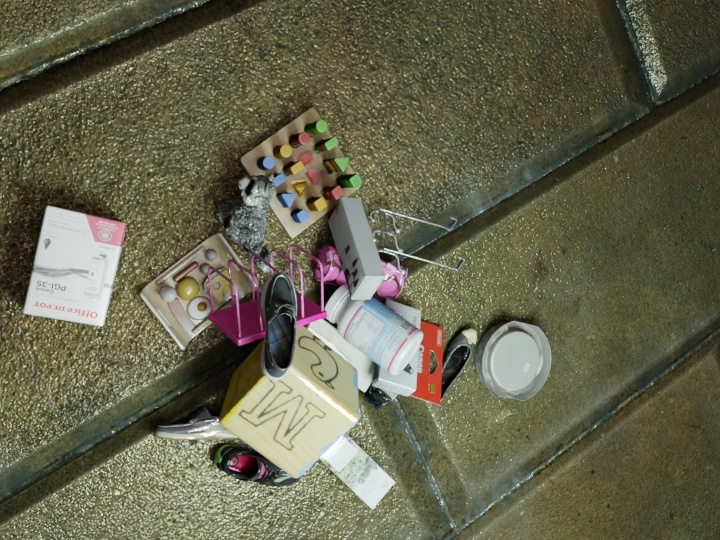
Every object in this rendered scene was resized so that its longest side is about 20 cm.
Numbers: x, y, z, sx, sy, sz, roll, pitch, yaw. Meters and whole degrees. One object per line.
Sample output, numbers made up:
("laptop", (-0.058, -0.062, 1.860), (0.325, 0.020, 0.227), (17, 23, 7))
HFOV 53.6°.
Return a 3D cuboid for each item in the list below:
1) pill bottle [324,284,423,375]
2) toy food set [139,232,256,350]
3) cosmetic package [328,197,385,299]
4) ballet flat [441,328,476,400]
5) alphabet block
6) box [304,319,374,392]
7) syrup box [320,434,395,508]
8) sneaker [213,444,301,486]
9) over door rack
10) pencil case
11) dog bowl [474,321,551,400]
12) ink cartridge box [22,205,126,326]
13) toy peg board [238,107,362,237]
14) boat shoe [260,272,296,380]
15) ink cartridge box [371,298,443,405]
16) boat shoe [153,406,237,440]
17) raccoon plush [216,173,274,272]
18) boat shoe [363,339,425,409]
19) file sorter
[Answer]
("pill bottle", (0.023, 0.119, 1.485), (0.199, 0.109, 0.109), (35, 79, 16))
("toy food set", (-0.321, 0.041, 1.434), (0.199, 0.060, 0.144), (-39, 107, -15))
("cosmetic package", (-0.011, -0.047, 1.458), (0.050, 0.083, 0.202), (2, 53, -29))
("ballet flat", (0.222, 0.227, 1.678), (0.066, 0.057, 0.201), (35, 81, -22))
("alphabet block", (-0.137, 0.249, 1.421), (0.200, 0.196, 0.196), (40, 105, -16))
("box", (-0.053, 0.176, 1.553), (0.199, 0.068, 0.083), (39, 81, -21))
("syrup box", (-0.022, 0.427, 1.581), (0.079, 0.081, 0.200), (-46, 110, -11))
("sneaker", (-0.210, 0.421, 1.500), (0.198, 0.084, 0.078), (14, 90, -23))
("over door rack", (0.118, -0.060, 1.556), (0.197, 0.149, 0.067), (6, 134, -9))
("pencil case", (0.000, 0.000, 1.547), (0.198, 0.094, 0.092), (11, 72, -24))
("dog bowl", (0.367, 0.217, 1.737), (0.198, 0.059, 0.203), (-2, 96, -22))
("ink cartridge box", (-0.532, -0.007, 1.331), (0.145, 0.083, 0.203), (12, 89, -23))
("toy peg board", (-0.111, -0.205, 1.482), (0.199, 0.098, 0.201), (-38, 107, -16))
("boat shoe", (-0.143, 0.092, 1.275), (0.069, 0.066, 0.202), (15, 65, -22))
("ink cartridge box", (0.116, 0.181, 1.579), (0.172, 0.044, 0.202), (19, 55, -17))
("boat shoe", (-0.321, 0.312, 1.457), (0.198, 0.072, 0.066), (2, 81, -19))
("raccoon plush", (-0.197, -0.107, 1.450), (0.133, 0.097, 0.200), (-33, 136, 4))
("boat shoe", (0.072, 0.225, 1.615), (0.075, 0.093, 0.200), (41, 50, -2))
("file sorter", (-0.186, 0.039, 1.403), (0.198, 0.139, 0.127), (-16, 118, -32))
